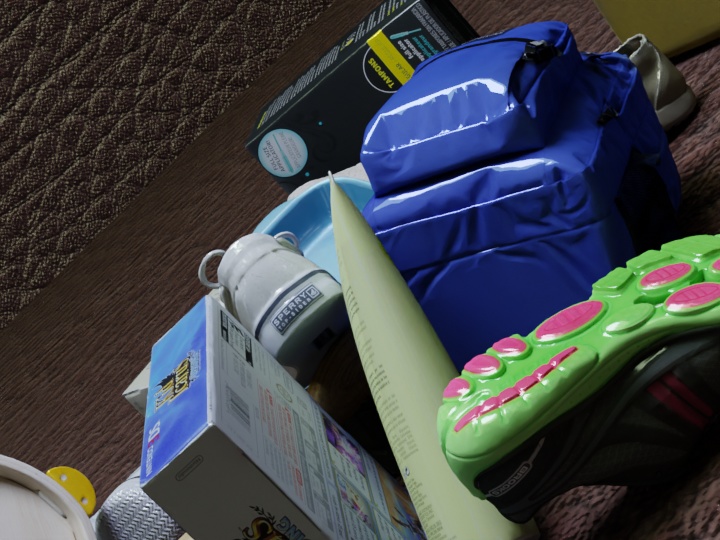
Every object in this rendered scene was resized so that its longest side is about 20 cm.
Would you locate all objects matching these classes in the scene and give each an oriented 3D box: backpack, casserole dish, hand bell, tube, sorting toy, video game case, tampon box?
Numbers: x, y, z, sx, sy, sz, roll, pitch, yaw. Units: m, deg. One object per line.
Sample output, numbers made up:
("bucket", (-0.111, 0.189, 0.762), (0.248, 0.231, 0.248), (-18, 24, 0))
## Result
("backpack", (0.097, -0.054, 0.879), (0.162, 0.168, 0.200), (-9, 20, 26))
("casserole dish", (0.000, 0.000, 1.073), (0.121, 0.039, 0.200), (-48, 40, -18))
("hand bell", (-0.037, 0.108, 0.852), (0.200, 0.104, 0.104), (-59, 18, -14))
("tube", (0.025, 0.049, 0.759), (0.052, 0.200, 0.058), (-4, -29, -44))
("sorting toy", (-0.233, 0.231, 1.037), (0.107, 0.200, 0.180), (-12, -21, -31))
("video game case", (-0.022, 0.112, 0.716), (0.045, 0.181, 0.200), (-43, 14, 6))
("tampon box", (0.025, -0.133, 1.356), (0.200, 0.150, 0.126), (-39, 14, 16))

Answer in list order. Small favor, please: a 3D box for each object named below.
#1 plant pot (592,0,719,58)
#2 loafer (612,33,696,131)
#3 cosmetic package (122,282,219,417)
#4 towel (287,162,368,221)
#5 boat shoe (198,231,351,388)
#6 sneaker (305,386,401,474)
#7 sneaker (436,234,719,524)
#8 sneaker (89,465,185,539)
("plant pot", (0.267, -0.290, 1.100), (0.200, 0.196, 0.194), (-5, 39, 54))
("loafer", (0.127, -0.097, 1.036), (0.200, 0.068, 0.076), (-27, 11, -16))
("cosmetic package", (-0.100, 0.053, 1.323), (0.200, 0.071, 0.105), (-51, 17, -28))
("towel", (0.042, -0.073, 1.225), (0.200, 0.035, 0.133), (-18, 12, -5))
("boat shoe", (-0.052, 0.017, 0.887), (0.075, 0.086, 0.202), (-44, -11, -3))
("sneaker", (0.003, 0.080, 0.959), (0.079, 0.075, 0.200), (-48, 15, -32))
("sneaker", (0.131, 0.047, 0.700), (0.200, 0.084, 0.077), (-25, 30, 0))
("sneaker", (-0.154, 0.186, 1.099), (0.200, 0.075, 0.115), (-45, -3, 40))
